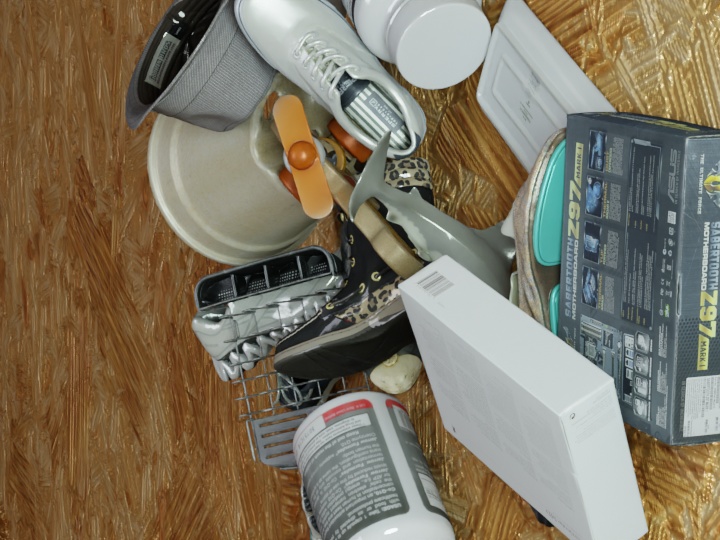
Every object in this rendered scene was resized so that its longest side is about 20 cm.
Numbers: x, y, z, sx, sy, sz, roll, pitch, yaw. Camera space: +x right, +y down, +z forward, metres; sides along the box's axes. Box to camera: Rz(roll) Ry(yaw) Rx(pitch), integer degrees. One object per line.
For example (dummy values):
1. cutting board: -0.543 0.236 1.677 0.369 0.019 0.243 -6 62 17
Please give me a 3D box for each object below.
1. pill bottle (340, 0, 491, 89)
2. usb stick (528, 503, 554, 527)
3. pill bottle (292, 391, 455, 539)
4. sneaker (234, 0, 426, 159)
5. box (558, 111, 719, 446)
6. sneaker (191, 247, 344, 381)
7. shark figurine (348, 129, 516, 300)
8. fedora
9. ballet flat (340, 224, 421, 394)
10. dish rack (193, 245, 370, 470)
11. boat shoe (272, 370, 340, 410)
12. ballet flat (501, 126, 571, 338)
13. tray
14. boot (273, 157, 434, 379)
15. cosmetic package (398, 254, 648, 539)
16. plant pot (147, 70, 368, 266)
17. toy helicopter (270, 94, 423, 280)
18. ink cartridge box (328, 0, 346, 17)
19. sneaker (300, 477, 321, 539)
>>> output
1. pill bottle: 0.036 -0.243 1.398 0.201 0.110 0.112 -115 32 -43
2. usb stick: 0.120 0.116 1.327 0.201 0.032 0.056 -117 34 -45
3. pill bottle: 0.017 0.218 1.479 0.114 0.113 0.201 110 149 -43
4. sneaker: -0.020 -0.169 1.386 0.073 0.199 0.071 -51 12 8
5. box: 0.191 0.000 1.121 0.157 0.050 0.202 -157 66 -65
6. sneaker: -0.087 0.031 1.667 0.199 0.081 0.075 -35 8 23
7. shark figurine: 0.081 -0.029 1.327 0.089 0.215 0.128 -40 9 16
8. fedora: -0.129 -0.183 1.483 0.178 0.090 0.200 -56 22 4
9. ballet flat: 0.011 0.025 1.533 0.057 0.066 0.202 57 -165 -55
10. dish rack: -0.066 0.088 1.599 0.152 0.054 0.202 -15 84 25
11. boat shoe: -0.054 0.100 1.710 0.200 0.061 0.076 143 124 -63
12. ballet flat: 0.133 -0.006 1.220 0.067 0.068 0.202 17 111 54
13. tray: 0.135 -0.122 1.284 0.201 0.022 0.108 -119 36 -48
14. boot: 0.000 0.000 1.483 0.199 0.073 0.152 -28 57 30
15. cosmetic package: 0.115 0.097 1.196 0.200 0.051 0.152 39 153 48
16. plant pot: -0.079 -0.115 1.600 0.183 0.199 0.203 -14 78 61
17. toy helicopter: -0.014 -0.068 1.394 0.079 0.132 0.200 -43 55 5
18. ink cartridge box: -0.053 -0.277 1.536 0.200 0.050 0.110 63 -142 -68
19. sneaker: -0.025 0.251 1.646 0.080 0.077 0.203 169 98 -76
